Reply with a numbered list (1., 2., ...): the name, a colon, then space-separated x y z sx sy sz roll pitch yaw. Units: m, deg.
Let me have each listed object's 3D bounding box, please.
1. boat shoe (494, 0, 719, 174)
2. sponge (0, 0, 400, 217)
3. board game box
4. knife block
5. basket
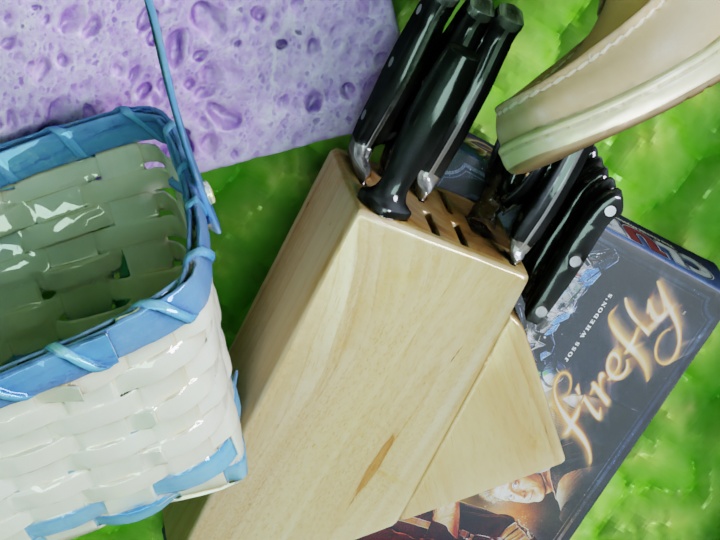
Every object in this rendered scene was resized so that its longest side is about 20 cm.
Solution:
1. boat shoe: 0.110 -0.102 0.993 0.200 0.072 0.065 -38 99 -26
2. sponge: -0.086 -0.084 1.058 0.200 0.030 0.112 -15 115 -2
3. board game box: 0.032 0.056 1.136 0.135 0.035 0.200 27 107 -19
4. knife block: 0.000 0.000 1.053 0.200 0.064 0.176 -20 114 0
5. basket: -0.132 -0.002 0.991 0.176 0.139 0.200 -18 129 -1
